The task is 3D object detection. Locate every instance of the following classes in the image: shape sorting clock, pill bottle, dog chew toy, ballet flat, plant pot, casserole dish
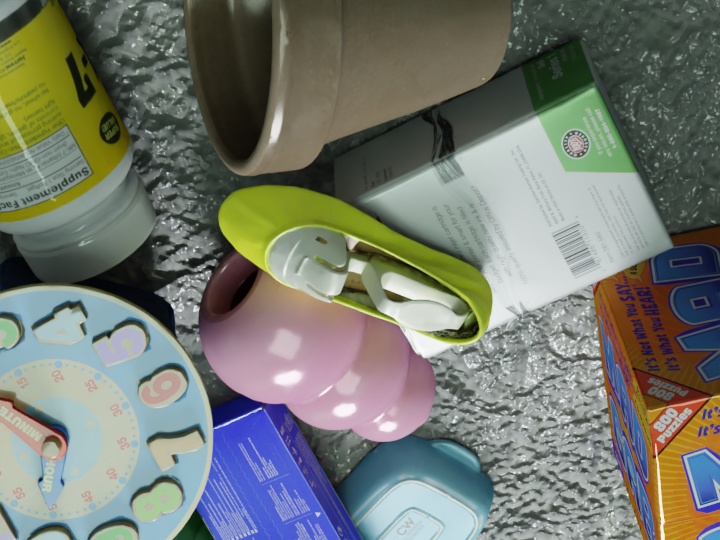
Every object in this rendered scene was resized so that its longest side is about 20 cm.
[{"bbox_3d":[-0.192,0.107,1.020,0.199,0.039,0.201,0,105,-2],"label":"shape sorting clock"},{"bbox_3d":[-0.220,-0.097,1.066,0.114,0.115,0.201,-20,122,8],"label":"pill bottle"},{"bbox_3d":[-0.022,0.059,1.179,0.124,0.125,0.200,-40,124,19],"label":"dog chew toy"},{"bbox_3d":[0.000,0.000,1.073,0.199,0.067,0.067,21,121,-14],"label":"ballet flat"},{"bbox_3d":[-0.005,-0.169,1.014,0.174,0.200,0.201,-8,124,-21],"label":"plant pot"},{"bbox_3d":[0.025,0.221,1.327,0.121,0.039,0.200,31,114,-21],"label":"casserole dish"}]

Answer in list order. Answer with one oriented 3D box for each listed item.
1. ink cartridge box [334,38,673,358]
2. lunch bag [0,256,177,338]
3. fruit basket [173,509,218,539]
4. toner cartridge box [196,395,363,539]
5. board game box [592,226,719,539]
[{"bbox_3d":[0.097,-0.048,1.137,0.199,0.085,0.146,-24,120,12],"label":"ink cartridge box"},{"bbox_3d":[-0.209,0.082,1.136,0.135,0.200,0.133,16,101,-11],"label":"lunch bag"},{"bbox_3d":[-0.182,0.282,1.296,0.214,0.156,0.217,2,108,7],"label":"fruit basket"},{"bbox_3d":[-0.066,0.195,1.273,0.095,0.043,0.201,-22,109,17],"label":"toner cartridge box"},{"bbox_3d":[0.291,0.101,1.176,0.199,0.200,0.201,-11,122,2],"label":"board game box"}]
